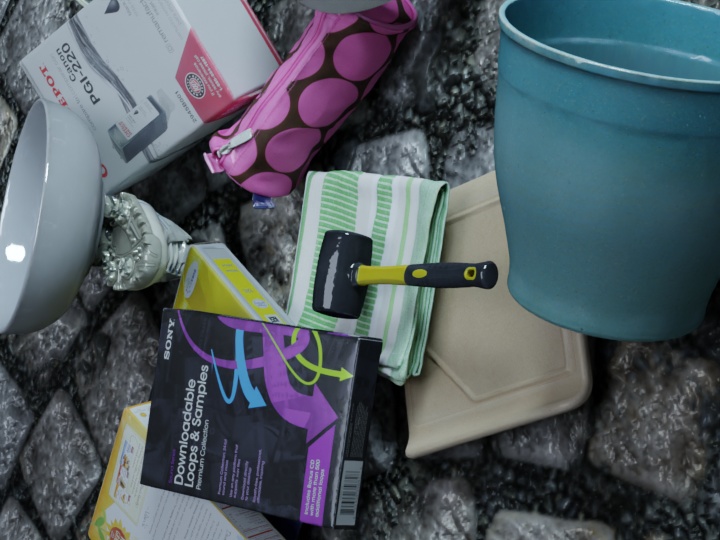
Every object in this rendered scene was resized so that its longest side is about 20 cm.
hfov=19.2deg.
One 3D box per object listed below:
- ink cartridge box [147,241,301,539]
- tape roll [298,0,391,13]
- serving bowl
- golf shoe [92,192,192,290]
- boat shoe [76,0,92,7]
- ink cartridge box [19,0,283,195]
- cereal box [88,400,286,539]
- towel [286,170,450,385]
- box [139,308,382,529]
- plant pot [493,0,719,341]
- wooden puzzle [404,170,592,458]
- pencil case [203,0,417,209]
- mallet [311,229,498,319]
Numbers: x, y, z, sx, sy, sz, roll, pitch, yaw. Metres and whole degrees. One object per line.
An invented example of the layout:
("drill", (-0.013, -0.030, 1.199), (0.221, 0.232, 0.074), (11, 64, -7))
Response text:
("ink cartridge box", (-0.101, 0.114, 1.728), (0.200, 0.047, 0.199), (48, 129, 43))
("tape roll", (0.015, -0.288, 1.632), (0.202, 0.037, 0.204), (-21, 47, 25))
("serving bowl", (-0.257, -0.041, 1.794), (0.200, 0.065, 0.202), (-169, 90, -73))
("golf shoe", (-0.171, -0.022, 1.780), (0.200, 0.096, 0.079), (-147, 70, -72))
("boat shoe", (-0.196, -0.231, 1.900), (0.199, 0.062, 0.073), (25, 102, 45))
("ink cartridge box", (-0.179, -0.173, 1.817), (0.200, 0.085, 0.146), (-31, 91, 43))
("cereal box", (-0.140, 0.222, 1.727), (0.200, 0.039, 0.145), (43, 128, 32))
("towel", (0.000, 0.000, 1.643), (0.200, 0.023, 0.154), (12, 93, 61))
("box", (-0.079, 0.110, 1.626), (0.199, 0.036, 0.144), (7, 89, 38))
("plant pot", (0.175, -0.064, 1.379), (0.200, 0.199, 0.189), (31, 121, 46))
("wooden puzzle", (0.096, 0.025, 1.558), (0.184, 0.037, 0.202), (-22, 63, 45))
("pencil case", (-0.042, -0.148, 1.693), (0.200, 0.093, 0.091), (-53, 50, 27))
("mallet", (0.033, -0.006, 1.543), (0.199, 0.041, 0.066), (-12, 69, 52))
